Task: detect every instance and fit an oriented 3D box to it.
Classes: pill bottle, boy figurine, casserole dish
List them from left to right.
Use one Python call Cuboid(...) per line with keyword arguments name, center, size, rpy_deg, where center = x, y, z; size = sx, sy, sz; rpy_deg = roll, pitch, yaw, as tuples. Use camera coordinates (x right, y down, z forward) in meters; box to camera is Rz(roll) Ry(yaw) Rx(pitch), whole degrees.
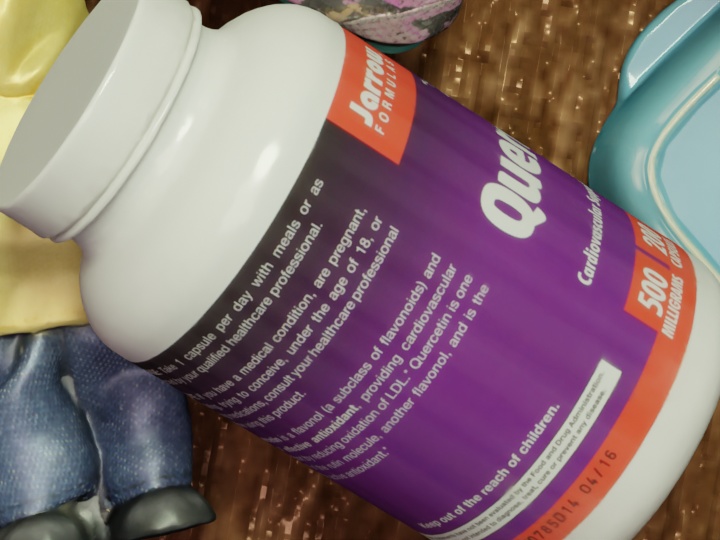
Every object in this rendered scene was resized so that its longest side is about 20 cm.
Cuboid(name="boy figurine", center=(-0.104, -0.011, 0.863), size=(0.124, 0.064, 0.200), rpy_deg=(-13, 87, -8))
Cuboid(name="pill bottle", center=(0.000, 0.000, 0.808), size=(0.200, 0.112, 0.113), rpy_deg=(32, 91, -18))
Cuboid(name="casserole dish", center=(0.160, -0.006, 0.864), size=(0.121, 0.039, 0.200), rpy_deg=(-43, 88, 2))

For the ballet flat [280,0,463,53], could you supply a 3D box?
Cuboid(name="ballet flat", center=(-0.055, -0.130, 0.832), size=(0.200, 0.069, 0.071), rpy_deg=(24, 128, 17))
